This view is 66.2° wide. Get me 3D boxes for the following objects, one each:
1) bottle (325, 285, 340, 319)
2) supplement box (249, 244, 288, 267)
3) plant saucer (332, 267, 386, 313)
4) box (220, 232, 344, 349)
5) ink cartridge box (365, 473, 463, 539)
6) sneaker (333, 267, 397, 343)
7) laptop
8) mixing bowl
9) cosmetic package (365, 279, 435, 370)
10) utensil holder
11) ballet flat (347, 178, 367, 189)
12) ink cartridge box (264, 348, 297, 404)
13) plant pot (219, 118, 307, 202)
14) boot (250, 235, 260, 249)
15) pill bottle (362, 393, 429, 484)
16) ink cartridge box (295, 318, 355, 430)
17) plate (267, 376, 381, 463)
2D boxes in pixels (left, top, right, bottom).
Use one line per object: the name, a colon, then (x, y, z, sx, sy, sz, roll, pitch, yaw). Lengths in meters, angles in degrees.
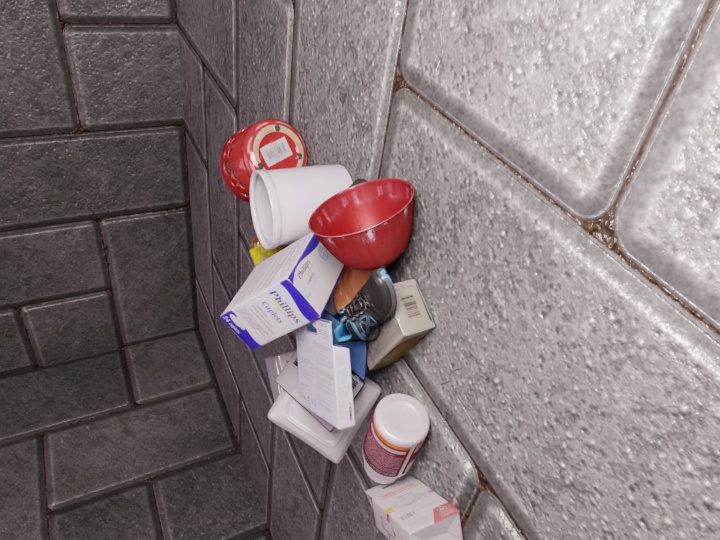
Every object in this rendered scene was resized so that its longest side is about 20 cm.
bottle: (-0.086, 0.036, 1.256, 0.200, 0.065, 0.084, 41, 127, -6)
supplement box: (-0.188, 0.007, 1.435, 0.110, 0.108, 0.200, 65, -177, 26)
plant saucer: (0.000, 0.000, 1.145, 0.200, 0.037, 0.203, -36, 48, 53)
box: (-0.153, 0.039, 1.126, 0.199, 0.185, 0.105, -27, 113, 31)
ink cartridge box: (0.101, 0.492, 1.113, 0.199, 0.115, 0.069, 6, 107, 65)
sneaker: (0.008, 0.075, 1.003, 0.074, 0.081, 0.201, 61, 150, 32)
laptop: (-0.090, 0.199, 1.180, 0.186, 0.201, 0.116, 34, 175, 30)
mixing bowl: (0.015, -0.072, 0.999, 0.200, 0.199, 0.109, 36, 152, 55)
cosmetic package: (0.061, 0.111, 1.087, 0.106, 0.070, 0.200, 68, 153, 19)
utensil holder: (-0.130, -0.148, 1.233, 0.170, 0.197, 0.172, 37, 133, 54)
ballet flat: (-0.043, -0.104, 1.145, 0.068, 0.068, 0.201, 35, 120, 11)
ink cartridge box: (-0.117, 0.261, 1.379, 0.146, 0.197, 0.149, -24, 79, 65)
plant pot: (-0.244, -0.282, 1.432, 0.182, 0.198, 0.204, 1, 102, 58)
boot: (-0.282, -0.019, 1.771, 0.154, 0.073, 0.203, 4, 116, 66)
pill bottle: (0.065, 0.353, 1.133, 0.114, 0.112, 0.202, 58, 148, 37)
ink cartridge box: (-0.074, 0.187, 1.090, 0.196, 0.043, 0.203, 5, 98, 63)
plate: (-0.082, 0.302, 1.255, 0.198, 0.201, 0.032, 32, 173, 5)
